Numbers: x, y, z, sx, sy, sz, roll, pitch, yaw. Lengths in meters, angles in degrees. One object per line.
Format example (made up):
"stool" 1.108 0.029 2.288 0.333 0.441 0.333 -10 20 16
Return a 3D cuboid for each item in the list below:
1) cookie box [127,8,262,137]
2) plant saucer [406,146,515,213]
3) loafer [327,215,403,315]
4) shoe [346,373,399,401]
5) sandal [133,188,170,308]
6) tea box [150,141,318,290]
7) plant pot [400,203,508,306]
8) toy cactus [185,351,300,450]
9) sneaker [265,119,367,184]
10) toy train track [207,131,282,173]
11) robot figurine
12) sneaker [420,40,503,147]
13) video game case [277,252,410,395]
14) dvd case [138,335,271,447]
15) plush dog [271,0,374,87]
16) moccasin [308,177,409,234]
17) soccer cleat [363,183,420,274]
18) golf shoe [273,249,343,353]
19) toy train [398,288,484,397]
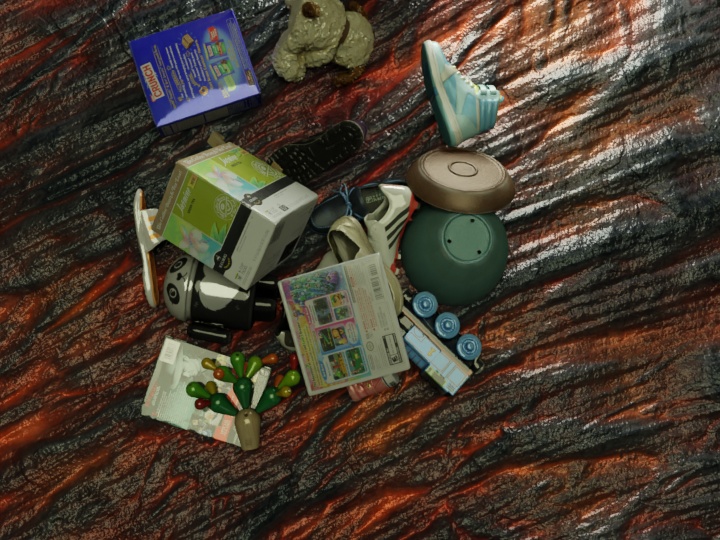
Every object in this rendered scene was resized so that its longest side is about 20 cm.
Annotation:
"cookie box" -0.299 -0.358 1.554 0.197 0.075 0.173 -19 84 -7
"plant saucer" 0.180 -0.168 1.516 0.197 0.201 0.035 5 125 -3
"loafer" 0.000 0.000 1.471 0.076 0.068 0.201 -41 76 34
"shoe" -0.009 0.126 1.504 0.090 0.071 0.202 -26 70 11
"sandal" -0.358 -0.041 1.507 0.058 0.079 0.210 -8 91 -7
"tea box" -0.207 -0.098 1.434 0.195 0.200 0.135 30 114 6
"plant pot" 0.177 -0.045 1.512 0.197 0.135 0.203 1 81 -5
"toy cactus" -0.193 0.221 1.455 0.197 0.102 0.168 -8 92 -15
"sneaker" -0.076 -0.215 1.558 0.198 0.088 0.077 -20 103 16
"toy train track" -0.197 -0.179 1.547 0.200 0.032 0.115 43 122 9
"robot figurine" -0.240 0.036 1.473 0.197 0.151 0.126 9 118 -3
"sneaker" 0.192 -0.342 1.588 0.129 0.080 0.203 -18 92 -5
"video game case" -0.028 0.091 1.435 0.179 0.024 0.203 -15 94 5
"dvd case" -0.271 0.213 1.498 0.197 0.022 0.148 17 81 -3
"plush dog" -0.050 -0.437 1.562 0.170 0.160 0.203 14 81 -29
"moccasin" -0.003 -0.129 1.544 0.198 0.068 0.081 -25 84 -8
"soccer cleat" 0.037 -0.057 1.514 0.084 0.069 0.202 15 104 -20
"golf shoe" -0.085 0.047 1.492 0.077 0.094 0.202 10 74 42
"toy train" 0.125 0.126 1.504 0.200 0.087 0.114 43 78 3
